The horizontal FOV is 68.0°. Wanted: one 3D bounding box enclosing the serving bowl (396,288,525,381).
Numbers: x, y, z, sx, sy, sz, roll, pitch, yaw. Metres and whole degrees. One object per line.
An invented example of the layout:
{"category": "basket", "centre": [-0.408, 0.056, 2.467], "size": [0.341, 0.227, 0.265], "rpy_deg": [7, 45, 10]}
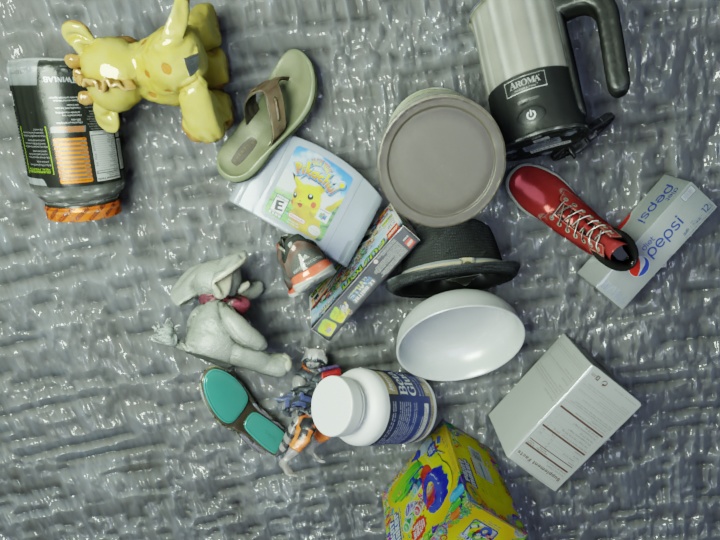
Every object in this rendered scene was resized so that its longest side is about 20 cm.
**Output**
{"category": "serving bowl", "centre": [0.150, 0.093, 0.833], "size": [0.196, 0.067, 0.202], "rpy_deg": [-3, 137, -3]}

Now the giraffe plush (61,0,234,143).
{"category": "giraffe plush", "centre": [-0.260, -0.240, 0.656], "size": [0.159, 0.200, 0.176], "rpy_deg": [-5, 101, 2]}

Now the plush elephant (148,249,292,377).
{"category": "plush elephant", "centre": [-0.204, 0.055, 0.795], "size": [0.199, 0.163, 0.157], "rpy_deg": [31, 66, -44]}

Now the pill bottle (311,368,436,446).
{"category": "pill bottle", "centre": [0.022, 0.208, 0.815], "size": [0.199, 0.111, 0.112], "rpy_deg": [17, 112, -48]}

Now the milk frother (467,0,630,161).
{"category": "milk frother", "centre": [0.249, -0.252, 0.718], "size": [0.177, 0.200, 0.192], "rpy_deg": [-11, 85, 9]}

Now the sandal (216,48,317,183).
{"category": "sandal", "centre": [-0.127, -0.209, 0.721], "size": [0.079, 0.057, 0.203], "rpy_deg": [33, 88, 15]}

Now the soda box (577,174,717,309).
{"category": "soda box", "centre": [0.434, -0.044, 0.818], "size": [0.063, 0.068, 0.201], "rpy_deg": [34, 104, -14]}

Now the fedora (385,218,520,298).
{"category": "fedora", "centre": [0.130, -0.021, 0.789], "size": [0.197, 0.201, 0.093], "rpy_deg": [-6, 76, 0]}

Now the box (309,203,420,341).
{"category": "box", "centre": [0.000, 0.000, 0.792], "size": [0.035, 0.110, 0.200], "rpy_deg": [37, 103, -20]}

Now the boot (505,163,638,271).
{"category": "boot", "centre": [0.304, -0.078, 0.763], "size": [0.198, 0.145, 0.073], "rpy_deg": [33, 106, -11]}

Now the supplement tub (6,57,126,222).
{"category": "supplement tub", "centre": [-0.385, -0.174, 0.713], "size": [0.120, 0.123, 0.204], "rpy_deg": [0, 109, -2]}

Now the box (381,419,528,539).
{"category": "box", "centre": [0.144, 0.403, 0.887], "size": [0.121, 0.200, 0.194], "rpy_deg": [32, 104, -12]}

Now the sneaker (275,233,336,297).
{"category": "sneaker", "centre": [-0.081, -0.016, 0.752], "size": [0.076, 0.200, 0.083], "rpy_deg": [-30, 91, -13]}

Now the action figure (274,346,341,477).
{"category": "action figure", "centre": [-0.093, 0.216, 0.846], "size": [0.103, 0.199, 0.197], "rpy_deg": [9, 86, 35]}

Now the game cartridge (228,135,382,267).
{"category": "game cartridge", "centre": [-0.074, -0.111, 0.775], "size": [0.198, 0.040, 0.135], "rpy_deg": [28, 88, -7]}

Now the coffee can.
{"category": "coffee can", "centre": [0.099, -0.156, 0.689], "size": [0.144, 0.200, 0.149], "rpy_deg": [2, 111, 5]}

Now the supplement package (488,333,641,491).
{"category": "supplement package", "centre": [0.329, 0.231, 0.881], "size": [0.117, 0.117, 0.201], "rpy_deg": [35, 104, -13]}

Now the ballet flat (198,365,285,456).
{"category": "ballet flat", "centre": [-0.204, 0.236, 0.886], "size": [0.072, 0.072, 0.201], "rpy_deg": [-34, 113, 9]}
